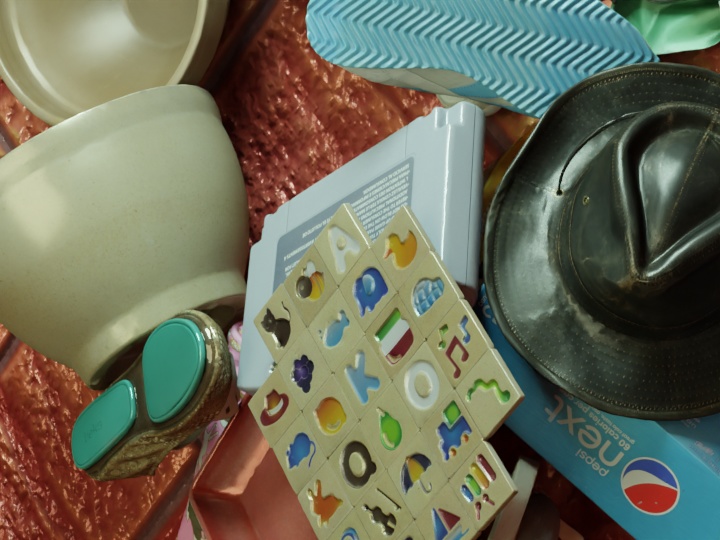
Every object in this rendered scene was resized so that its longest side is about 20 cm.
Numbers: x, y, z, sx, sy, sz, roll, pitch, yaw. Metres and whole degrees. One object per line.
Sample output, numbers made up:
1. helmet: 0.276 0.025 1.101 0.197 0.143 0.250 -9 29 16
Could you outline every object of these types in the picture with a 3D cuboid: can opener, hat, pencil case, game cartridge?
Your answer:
1. can opener: -0.218 -0.214 1.605 0.067 0.053 0.201 123 130 -66
2. hat: 0.162 -0.025 1.170 0.081 0.200 0.201 101 153 -75
3. pencil case: -0.067 0.129 1.445 0.086 0.083 0.201 20 104 26
4. game cartridge: 0.000 0.000 1.283 0.200 0.041 0.134 -29 52 48

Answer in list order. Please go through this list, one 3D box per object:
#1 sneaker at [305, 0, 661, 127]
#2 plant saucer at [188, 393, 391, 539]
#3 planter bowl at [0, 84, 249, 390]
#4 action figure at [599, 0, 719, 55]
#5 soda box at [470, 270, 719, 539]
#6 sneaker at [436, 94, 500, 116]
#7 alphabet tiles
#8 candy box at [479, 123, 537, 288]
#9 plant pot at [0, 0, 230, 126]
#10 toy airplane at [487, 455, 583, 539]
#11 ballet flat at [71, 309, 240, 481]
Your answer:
1. sneaker: 0.074 -0.129 1.271 0.199 0.081 0.077 15 95 11
2. plant saucer: -0.015 0.111 1.307 0.200 0.037 0.200 -59 32 17
3. planter bowl: -0.151 -0.008 1.450 0.200 0.200 0.135 -39 75 35
4. action figure: 0.211 -0.169 1.215 0.200 0.055 0.119 4 94 39
5. soda box: 0.141 0.080 1.227 0.200 0.064 0.068 41 125 10
6. sneaker: 0.044 -0.187 1.343 0.075 0.081 0.201 -13 84 39
7. alphabet tiles: 0.009 0.070 1.207 0.167 0.006 0.200 -52 53 32
8. candy box: 0.084 0.012 1.326 0.200 0.055 0.116 -40 65 35
9. plant pot: -0.152 -0.191 1.499 0.200 0.093 0.202 4 97 35
10. toy airplane: 0.060 0.217 1.295 0.200 0.141 0.200 139 139 -64
11. ballet flat: -0.113 0.077 1.390 0.200 0.065 0.071 -35 55 53
